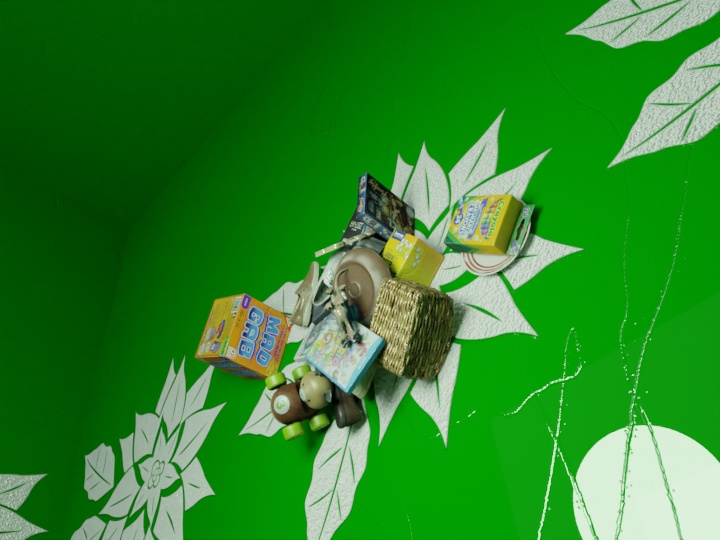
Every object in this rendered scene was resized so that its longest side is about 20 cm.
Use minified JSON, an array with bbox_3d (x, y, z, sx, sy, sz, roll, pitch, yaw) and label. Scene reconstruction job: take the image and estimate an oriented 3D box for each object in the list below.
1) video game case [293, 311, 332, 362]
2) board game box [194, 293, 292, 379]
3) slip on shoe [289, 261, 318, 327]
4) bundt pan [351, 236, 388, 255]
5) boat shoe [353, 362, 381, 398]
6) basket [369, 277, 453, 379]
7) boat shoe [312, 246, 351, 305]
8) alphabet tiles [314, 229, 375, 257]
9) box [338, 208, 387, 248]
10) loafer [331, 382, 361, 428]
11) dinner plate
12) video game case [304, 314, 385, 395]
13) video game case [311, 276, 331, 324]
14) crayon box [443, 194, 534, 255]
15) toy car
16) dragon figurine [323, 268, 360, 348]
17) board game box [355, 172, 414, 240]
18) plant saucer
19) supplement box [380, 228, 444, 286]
[{"bbox_3d":[-0.098,0.166,1.762,0.198,0.023,0.184,-22,36,52],"label":"video game case"},{"bbox_3d":[-0.369,0.215,1.980,0.197,0.198,0.205,-10,57,48],"label":"board game box"},{"bbox_3d":[-0.171,0.069,1.916,0.076,0.059,0.206,160,122,-80],"label":"slip on shoe"},{"bbox_3d":[0.000,0.000,1.659,0.204,0.075,0.203,-58,-11,-18],"label":"bundt pan"},{"bbox_3d":[0.026,0.226,1.573,0.072,0.065,0.202,-32,23,54],"label":"boat shoe"},{"bbox_3d":[0.118,0.132,1.437,0.148,0.140,0.206,19,99,53],"label":"basket"},{"bbox_3d":[-0.075,0.025,1.749,0.202,0.072,0.067,-59,9,35],"label":"boat shoe"},{"bbox_3d":[-0.031,-0.081,1.712,0.193,0.198,0.015,-19,93,47],"label":"alphabet tiles"},{"bbox_3d":[0.033,-0.126,1.842,0.199,0.043,0.163,20,82,56],"label":"box"},{"bbox_3d":[-0.035,0.326,1.589,0.201,0.069,0.075,-105,19,-58],"label":"loafer"},{"bbox_3d":[0.316,-0.078,1.450,0.198,0.024,0.204,-32,42,34],"label":"dinner plate"},{"bbox_3d":[-0.040,0.185,1.458,0.144,0.018,0.199,-54,38,-7],"label":"video game case"},{"bbox_3d":[-0.087,0.053,1.857,0.142,0.019,0.202,-42,25,26],"label":"video game case"},{"bbox_3d":[0.292,-0.106,1.438,0.198,0.051,0.128,6,71,54],"label":"crayon box"},{"bbox_3d":[-0.130,0.308,1.568,0.200,0.155,0.167,-45,63,50],"label":"toy car"},{"bbox_3d":[-0.041,0.091,1.466,0.058,0.101,0.202,-20,35,11],"label":"dragon figurine"},{"bbox_3d":[0.070,-0.152,1.673,0.034,0.198,0.138,-26,46,37],"label":"board game box"},{"bbox_3d":[-0.006,0.047,1.529,0.197,0.036,0.206,5,97,41],"label":"plant saucer"},{"bbox_3d":[0.102,0.016,1.585,0.108,0.108,0.203,27,87,56],"label":"supplement box"}]
